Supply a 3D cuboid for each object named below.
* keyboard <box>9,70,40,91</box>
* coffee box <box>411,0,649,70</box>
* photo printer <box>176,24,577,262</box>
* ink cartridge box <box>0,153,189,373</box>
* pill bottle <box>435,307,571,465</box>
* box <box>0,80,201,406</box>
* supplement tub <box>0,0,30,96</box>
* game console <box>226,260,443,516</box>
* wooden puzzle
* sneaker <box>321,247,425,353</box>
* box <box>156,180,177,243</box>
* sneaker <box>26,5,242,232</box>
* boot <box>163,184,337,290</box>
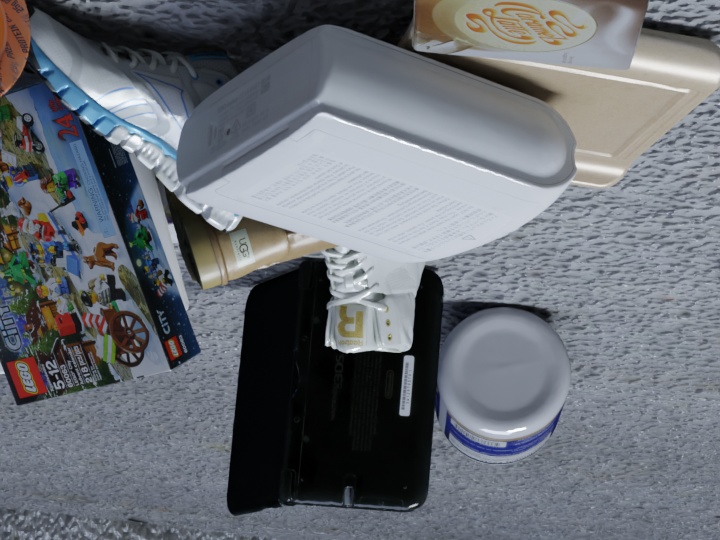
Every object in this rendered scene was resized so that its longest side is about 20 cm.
[{"bbox_3d":[-0.274,-0.134,1.483,0.200,0.011,0.056,15,157,-35],"label":"keyboard"},{"bbox_3d":[0.083,-0.167,1.087,0.114,0.080,0.200,5,166,1],"label":"coffee box"},{"bbox_3d":[0.016,-0.067,1.378,0.200,0.069,0.166,17,154,-30],"label":"photo printer"},{"bbox_3d":[-0.249,-0.004,1.647,0.200,0.125,0.129,-5,-164,34],"label":"ink cartridge box"},{"bbox_3d":[0.123,0.109,2.056,0.116,0.116,0.200,5,166,2],"label":"pill bottle"},{"bbox_3d":[-0.198,-0.020,1.506,0.137,0.200,0.038,-15,-171,33],"label":"box"},{"bbox_3d":[-0.280,-0.120,1.310,0.123,0.123,0.200,18,161,-40],"label":"supplement tub"},{"bbox_3d":[-0.022,0.102,1.913,0.176,0.200,0.116,3,166,5],"label":"game console"},{"bbox_3d":[0.102,-0.110,1.401,0.185,0.037,0.200,8,160,-10],"label":"wooden puzzle"},{"bbox_3d":[0.000,0.000,1.687,0.074,0.116,0.200,1,163,23],"label":"sneaker"},{"bbox_3d":[-0.133,-0.045,1.708,0.200,0.039,0.041,-9,158,43],"label":"box"},{"bbox_3d":[-0.125,-0.112,1.421,0.200,0.087,0.075,37,-171,-34],"label":"sneaker"},{"bbox_3d":[-0.024,-0.043,1.561,0.200,0.066,0.175,-16,-160,-8],"label":"boot"}]
